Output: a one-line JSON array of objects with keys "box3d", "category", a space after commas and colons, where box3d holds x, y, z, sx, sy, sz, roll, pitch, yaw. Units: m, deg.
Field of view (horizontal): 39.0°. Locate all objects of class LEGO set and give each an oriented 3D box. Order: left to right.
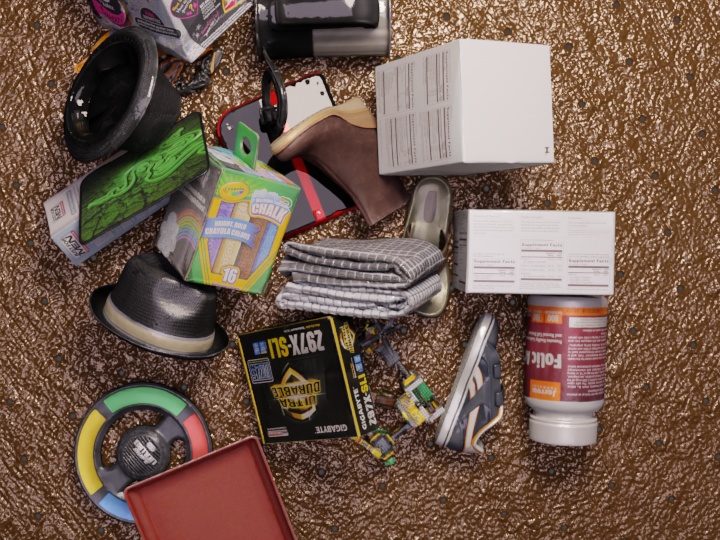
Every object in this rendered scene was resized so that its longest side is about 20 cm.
[{"box3d": [0.026, 0.169, 1.413, 0.152, 0.116, 0.202, -29, 92, -1], "category": "LEGO set"}]

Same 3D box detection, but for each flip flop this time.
[{"box3d": [0.097, -0.035, 1.441, 0.080, 0.058, 0.204, 7, 91, -2], "category": "flip flop"}]

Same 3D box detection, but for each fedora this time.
[{"box3d": [-0.299, -0.215, 1.319, 0.091, 0.199, 0.203, 22, 91, -43], "category": "fedora"}, {"box3d": [-0.260, 0.037, 1.360, 0.197, 0.201, 0.093, 19, 108, -3], "category": "fedora"}]

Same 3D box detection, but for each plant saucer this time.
[{"box3d": [-0.205, 0.351, 1.429, 0.197, 0.037, 0.203, -21, 104, -6], "category": "plant saucer"}]

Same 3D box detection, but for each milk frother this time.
[{"box3d": [-0.050, -0.297, 1.390, 0.184, 0.181, 0.203, -2, 117, -1], "category": "milk frother"}]

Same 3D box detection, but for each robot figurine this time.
[{"box3d": [-0.291, -0.296, 1.420, 0.199, 0.058, 0.146, -35, 93, -1], "category": "robot figurine"}]

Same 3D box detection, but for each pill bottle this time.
[{"box3d": [0.286, 0.136, 1.425, 0.112, 0.114, 0.204, 2, 91, -2], "category": "pill bottle"}]

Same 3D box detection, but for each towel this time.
[{"box3d": [0.000, 0.000, 1.363, 0.196, 0.165, 0.087, 6, 103, 18], "category": "towel"}]

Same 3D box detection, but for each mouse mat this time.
[{"box3d": [-0.286, -0.124, 1.329, 0.198, 0.162, 0.008, -28, 128, 6], "category": "mouse mat"}]

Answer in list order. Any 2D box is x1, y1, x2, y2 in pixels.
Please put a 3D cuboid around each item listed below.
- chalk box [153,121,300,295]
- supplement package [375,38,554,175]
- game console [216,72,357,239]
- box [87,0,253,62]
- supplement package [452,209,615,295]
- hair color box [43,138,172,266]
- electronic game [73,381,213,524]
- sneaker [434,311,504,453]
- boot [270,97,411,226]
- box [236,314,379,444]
[{"box3d": [-0.170, -0.091, 1.346, 0.122, 0.124, 0.203, 13, 106, -37], "category": "chalk box"}, {"box3d": [0.134, -0.209, 1.346, 0.150, 0.199, 0.154, -3, 92, -30], "category": "supplement package"}, {"box3d": [-0.098, -0.159, 1.449, 0.174, 0.031, 0.203, -23, 93, -7], "category": "game console"}, {"box3d": [-0.263, -0.377, 1.328, 0.198, 0.116, 0.132, 26, 63, 34], "category": "box"}, {"box3d": [0.232, -0.027, 1.398, 0.196, 0.156, 0.113, 2, 92, -2], "category": "supplement package"}, {"box3d": [-0.333, -0.105, 1.397, 0.198, 0.099, 0.061, -34, 128, -1], "category": "hair color box"}, {"box3d": [-0.307, 0.259, 1.440, 0.196, 0.042, 0.204, 0, 91, -2], "category": "electronic game"}, {"box3d": [0.172, 0.163, 1.440, 0.078, 0.078, 0.203, 19, 101, 2], "category": "sneaker"}, {"box3d": [-0.020, -0.137, 1.381, 0.199, 0.072, 0.168, -31, 96, -44], "category": "boot"}, {"box3d": [-0.075, 0.149, 1.382, 0.049, 0.198, 0.163, -12, 90, -46], "category": "box"}]
